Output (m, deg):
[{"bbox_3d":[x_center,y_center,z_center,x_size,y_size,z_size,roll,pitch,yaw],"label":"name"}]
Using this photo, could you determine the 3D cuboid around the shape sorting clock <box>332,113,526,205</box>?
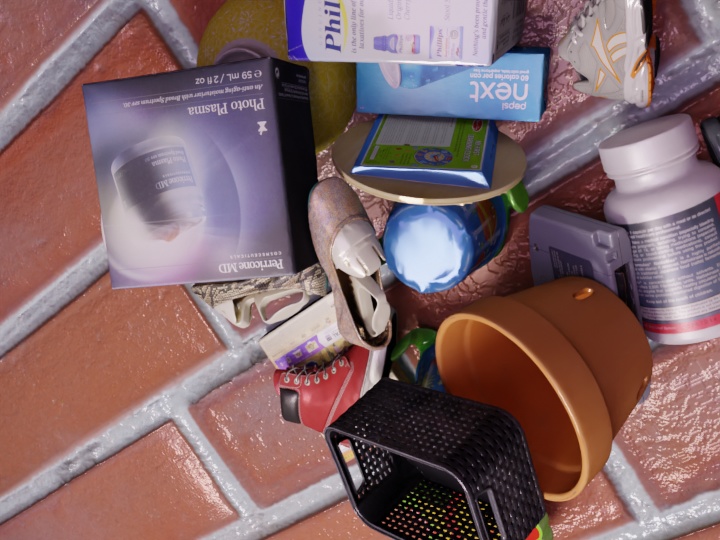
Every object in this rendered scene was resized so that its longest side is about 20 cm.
[{"bbox_3d":[0.069,-0.114,0.800,0.196,0.201,0.040,7,124,17],"label":"shape sorting clock"}]

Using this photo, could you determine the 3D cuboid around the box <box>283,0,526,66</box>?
[{"bbox_3d":[0.049,-0.264,0.760,0.196,0.184,0.107,7,114,18],"label":"box"}]

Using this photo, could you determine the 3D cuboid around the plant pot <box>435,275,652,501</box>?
[{"bbox_3d":[0.188,0.099,0.775,0.200,0.139,0.202,43,150,33],"label":"plant pot"}]

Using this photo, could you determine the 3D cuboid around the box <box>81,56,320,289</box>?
[{"bbox_3d":[-0.148,-0.093,0.785,0.196,0.123,0.203,-5,99,14],"label":"box"}]

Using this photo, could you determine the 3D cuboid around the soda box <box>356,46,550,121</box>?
[{"bbox_3d":[0.096,-0.200,0.833,0.196,0.064,0.069,6,112,17],"label":"soda box"}]

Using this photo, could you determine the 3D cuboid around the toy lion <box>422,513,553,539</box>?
[{"bbox_3d":[0.131,0.296,0.975,0.201,0.069,0.191,48,134,-1],"label":"toy lion"}]

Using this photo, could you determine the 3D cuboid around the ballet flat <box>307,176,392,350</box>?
[{"bbox_3d":[0.000,0.000,0.790,0.067,0.068,0.202,35,150,45],"label":"ballet flat"}]

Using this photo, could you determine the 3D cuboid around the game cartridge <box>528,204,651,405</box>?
[{"bbox_3d":[0.237,0.032,0.833,0.041,0.133,0.203,-24,116,-15],"label":"game cartridge"}]

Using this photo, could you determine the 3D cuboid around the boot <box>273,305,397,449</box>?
[{"bbox_3d":[-0.036,0.116,0.962,0.142,0.072,0.203,20,116,12],"label":"boot"}]

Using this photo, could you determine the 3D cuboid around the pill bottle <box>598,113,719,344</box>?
[{"bbox_3d":[0.309,-0.042,0.782,0.118,0.120,0.203,-17,104,24],"label":"pill bottle"}]

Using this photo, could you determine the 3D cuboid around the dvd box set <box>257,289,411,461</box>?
[{"bbox_3d":[-0.022,0.135,1.018,0.145,0.029,0.201,-33,95,26],"label":"dvd box set"}]

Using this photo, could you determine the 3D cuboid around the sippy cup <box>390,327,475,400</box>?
[{"bbox_3d":[0.114,0.156,0.920,0.175,0.130,0.142,14,113,15],"label":"sippy cup"}]

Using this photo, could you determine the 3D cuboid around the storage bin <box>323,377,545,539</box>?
[{"bbox_3d":[0.071,0.203,0.794,0.198,0.093,0.137,8,125,49],"label":"storage bin"}]

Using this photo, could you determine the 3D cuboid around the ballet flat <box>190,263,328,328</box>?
[{"bbox_3d":[-0.129,0.031,0.994,0.197,0.068,0.077,-14,79,22],"label":"ballet flat"}]

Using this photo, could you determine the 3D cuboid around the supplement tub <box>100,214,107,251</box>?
[{"bbox_3d":[-0.189,-0.061,0.943,0.196,0.145,0.148,-1,109,21],"label":"supplement tub"}]

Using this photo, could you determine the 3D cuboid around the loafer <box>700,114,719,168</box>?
[{"bbox_3d":[0.401,-0.067,0.769,0.062,0.072,0.202,-26,97,19],"label":"loafer"}]

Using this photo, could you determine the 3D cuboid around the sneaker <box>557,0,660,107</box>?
[{"bbox_3d":[0.223,-0.224,0.727,0.090,0.077,0.201,8,152,25],"label":"sneaker"}]

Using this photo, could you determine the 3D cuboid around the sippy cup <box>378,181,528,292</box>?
[{"bbox_3d":[0.085,-0.043,0.849,0.138,0.130,0.180,30,117,8],"label":"sippy cup"}]

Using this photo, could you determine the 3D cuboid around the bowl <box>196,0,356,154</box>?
[{"bbox_3d":[-0.110,-0.212,0.880,0.196,0.108,0.204,7,112,18],"label":"bowl"}]
